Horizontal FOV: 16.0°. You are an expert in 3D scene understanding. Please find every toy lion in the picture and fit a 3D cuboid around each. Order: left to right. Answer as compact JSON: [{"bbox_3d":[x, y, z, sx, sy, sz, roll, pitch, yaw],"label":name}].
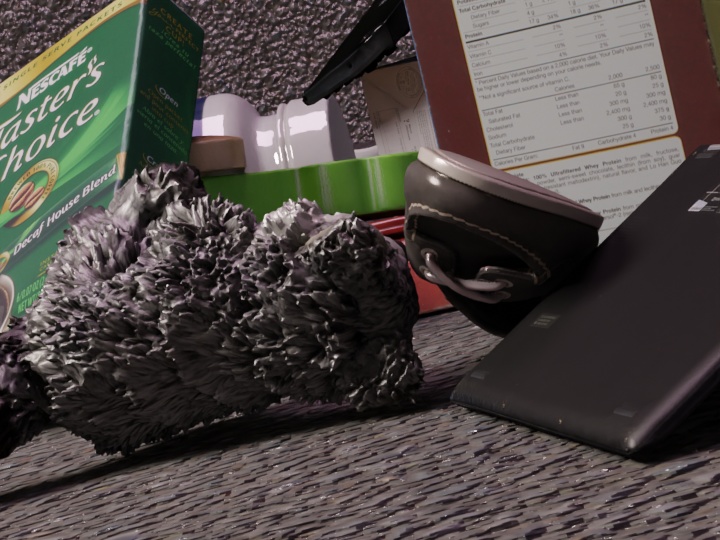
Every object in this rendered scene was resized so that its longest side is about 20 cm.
[{"bbox_3d":[-0.051,-0.031,1.270,0.191,0.069,0.200,-9,0,-42],"label":"toy lion"}]

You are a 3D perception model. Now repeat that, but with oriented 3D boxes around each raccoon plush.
[{"bbox_3d":[-0.066,0.044,0.917,0.200,0.097,0.134,-46,32,-19],"label":"raccoon plush"}]

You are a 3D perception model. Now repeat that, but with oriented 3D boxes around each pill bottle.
[{"bbox_3d":[-0.103,-0.040,1.526,0.199,0.120,0.120,-12,5,8],"label":"pill bottle"}]

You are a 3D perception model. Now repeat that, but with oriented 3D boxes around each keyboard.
[{"bbox_3d":[0.042,-0.156,1.433,0.104,0.040,0.200,-38,13,40],"label":"keyboard"}]

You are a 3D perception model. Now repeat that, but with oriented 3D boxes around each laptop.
[{"bbox_3d":[0.158,0.018,0.816,0.200,0.116,0.187,-44,10,-9],"label":"laptop"}]

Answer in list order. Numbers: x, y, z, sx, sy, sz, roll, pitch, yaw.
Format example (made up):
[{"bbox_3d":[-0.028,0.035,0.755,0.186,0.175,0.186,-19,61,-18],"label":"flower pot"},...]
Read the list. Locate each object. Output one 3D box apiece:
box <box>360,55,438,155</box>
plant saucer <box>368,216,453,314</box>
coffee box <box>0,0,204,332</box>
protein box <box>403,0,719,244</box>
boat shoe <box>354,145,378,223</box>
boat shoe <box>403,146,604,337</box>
[{"bbox_3d":[0.093,-0.080,1.467,0.060,0.117,0.200,-9,6,38],"label":"box"},{"bbox_3d":[0.000,0.000,1.287,0.199,0.037,0.200,-13,5,13],"label":"plant saucer"},{"bbox_3d":[-0.133,-0.031,1.149,0.123,0.044,0.200,-31,35,29],"label":"coffee box"},{"bbox_3d":[0.127,-0.102,1.131,0.135,0.201,0.198,-10,6,29],"label":"protein box"},{"bbox_3d":[0.025,-0.043,1.583,0.200,0.071,0.064,-20,-32,38],"label":"boat shoe"},{"bbox_3d":[0.051,-0.004,0.931,0.067,0.057,0.200,22,1,12],"label":"boat shoe"}]
